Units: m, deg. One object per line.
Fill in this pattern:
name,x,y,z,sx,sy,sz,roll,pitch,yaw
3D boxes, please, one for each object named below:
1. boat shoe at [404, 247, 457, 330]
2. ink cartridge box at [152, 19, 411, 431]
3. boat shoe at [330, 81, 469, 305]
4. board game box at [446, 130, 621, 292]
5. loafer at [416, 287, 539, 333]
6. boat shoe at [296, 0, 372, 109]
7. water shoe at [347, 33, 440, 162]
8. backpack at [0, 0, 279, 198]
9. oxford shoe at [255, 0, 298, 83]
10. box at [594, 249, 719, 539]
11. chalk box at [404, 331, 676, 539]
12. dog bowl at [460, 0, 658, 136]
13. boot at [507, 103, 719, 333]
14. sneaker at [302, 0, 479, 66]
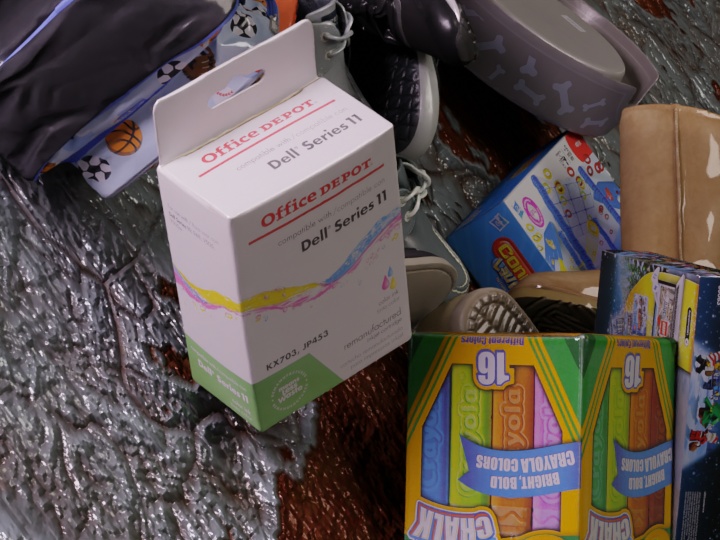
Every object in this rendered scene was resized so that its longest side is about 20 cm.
boat shoe,0.000,0.000,1.560,0.063,0.073,0.200,46,15,20
ink cartridge box,-0.040,-0.024,1.357,0.117,0.200,0.067,-32,47,-26
boat shoe,0.013,-0.048,1.643,0.200,0.062,0.073,45,29,-21
board game box,0.169,0.011,1.838,0.196,0.056,0.200,54,27,-5
loafer,0.103,0.086,1.633,0.076,0.068,0.200,-49,123,-27
boat shoe,-0.045,-0.158,1.657,0.201,0.071,0.070,48,28,-18
water shoe,0.032,-0.155,1.778,0.079,0.071,0.200,24,41,-43
backpack,-0.135,-0.150,1.393,0.154,0.200,0.191,47,22,-28
oxford shoe,-0.091,-0.103,1.554,0.072,0.071,0.200,13,46,-2
box,0.189,0.093,1.568,0.038,0.137,0.200,2,97,-20
chalk box,0.108,0.137,1.490,0.125,0.124,0.200,2,88,-57
dog bowl,0.135,-0.178,1.926,0.200,0.059,0.200,31,20,-13
boot,0.189,-0.030,1.746,0.175,0.066,0.200,16,56,-14
sneaker,0.003,-0.181,1.705,0.200,0.088,0.076,46,-14,45
